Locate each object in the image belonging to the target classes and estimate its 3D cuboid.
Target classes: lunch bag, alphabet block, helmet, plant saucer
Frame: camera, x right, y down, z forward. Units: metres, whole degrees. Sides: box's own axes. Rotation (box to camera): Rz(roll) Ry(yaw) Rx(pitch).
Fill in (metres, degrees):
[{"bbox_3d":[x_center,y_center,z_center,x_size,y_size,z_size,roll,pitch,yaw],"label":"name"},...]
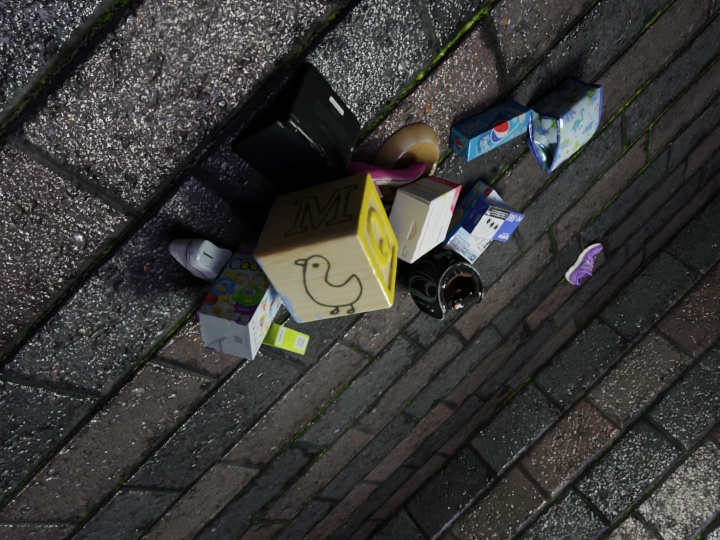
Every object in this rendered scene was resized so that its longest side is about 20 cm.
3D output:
[{"bbox_3d":[0.543,-0.381,1.456,0.170,0.127,0.200,-37,136,-10],"label":"lunch bag"},{"bbox_3d":[-0.054,-0.042,1.041,0.200,0.197,0.195,-12,131,19],"label":"alphabet block"},{"bbox_3d":[0.227,0.038,1.519,0.200,0.191,0.200,-5,101,-24],"label":"helmet"},{"bbox_3d":[0.111,-0.235,1.245,0.200,0.035,0.200,-27,142,-23],"label":"plant saucer"}]

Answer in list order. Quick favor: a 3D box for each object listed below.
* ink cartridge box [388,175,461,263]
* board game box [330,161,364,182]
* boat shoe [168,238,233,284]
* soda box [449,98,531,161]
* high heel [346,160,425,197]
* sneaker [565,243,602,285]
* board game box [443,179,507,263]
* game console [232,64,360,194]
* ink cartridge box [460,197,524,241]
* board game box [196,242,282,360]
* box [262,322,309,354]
[{"bbox_3d":[0.136,-0.120,1.214,0.200,0.083,0.145,-32,143,-57],"label":"ink cartridge box"},{"bbox_3d":[-0.005,-0.117,1.175,0.120,0.032,0.200,-39,126,-25],"label":"board game box"},{"bbox_3d":[-0.294,-0.023,1.029,0.200,0.067,0.074,79,26,-71],"label":"boat shoe"},{"bbox_3d":[0.311,-0.339,1.311,0.200,0.068,0.064,-29,143,-21],"label":"soda box"},{"bbox_3d":[0.058,-0.217,1.147,0.200,0.067,0.096,-34,102,-38],"label":"high heel"},{"bbox_3d":[0.953,-0.024,2.294,0.081,0.083,0.200,8,120,-50],"label":"sneaker"},{"bbox_3d":[0.328,-0.131,1.559,0.196,0.056,0.200,-50,146,8],"label":"board game box"},{"bbox_3d":[-0.111,-0.251,1.016,0.200,0.116,0.176,36,68,-56],"label":"game console"},{"bbox_3d":[0.367,-0.137,1.504,0.200,0.044,0.094,4,125,-48],"label":"ink cartridge box"},{"bbox_3d":[-0.221,0.055,1.059,0.200,0.103,0.105,-69,169,-46],"label":"board game box"},{"bbox_3d":[-0.225,0.129,1.170,0.122,0.200,0.048,35,69,-60],"label":"box"}]
